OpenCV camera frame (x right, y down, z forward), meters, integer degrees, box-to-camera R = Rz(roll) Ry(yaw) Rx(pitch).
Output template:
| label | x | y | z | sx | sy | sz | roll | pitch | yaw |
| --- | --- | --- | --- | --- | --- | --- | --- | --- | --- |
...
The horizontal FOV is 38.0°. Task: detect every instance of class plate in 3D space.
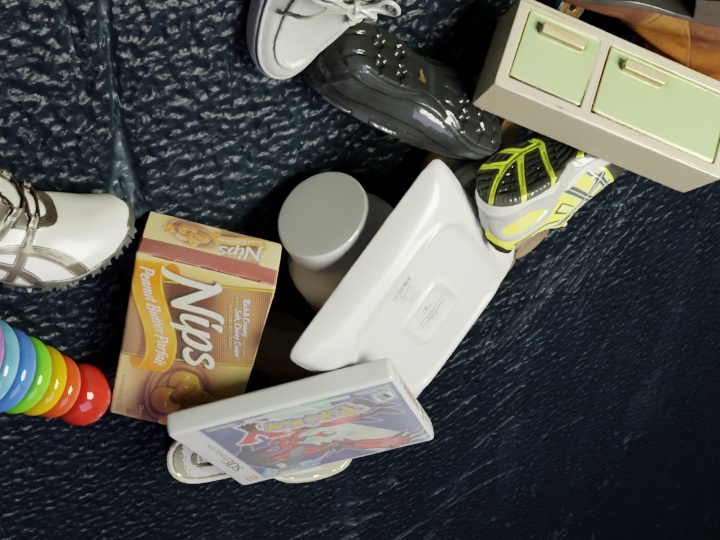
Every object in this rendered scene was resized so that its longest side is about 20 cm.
| label | x | y | z | sx | sy | sz | roll | pitch | yaw |
| --- | --- | --- | --- | --- | --- | --- | --- | --- | --- |
| plate | 0.051 | 0.029 | 0.899 | 0.201 | 0.032 | 0.200 | -53 | 146 | 0 |

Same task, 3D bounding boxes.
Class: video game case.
| label | x | y | z | sx | sy | sz | roll | pitch | yaw |
| --- | --- | --- | --- | --- | --- | --- | --- | --- | --- |
| video game case | -0.046 | 0.140 | 0.926 | 0.197 | 0.023 | 0.183 | -16 | 153 | 9 |

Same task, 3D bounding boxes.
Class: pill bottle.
| label | x | y | z | sx | sy | sz | roll | pitch | yaw |
| --- | --- | --- | --- | --- | --- | --- | --- | --- | --- |
| pill bottle | 0.000 | 0.000 | 0.939 | 0.111 | 0.113 | 0.200 | -34 | 144 | 2 |

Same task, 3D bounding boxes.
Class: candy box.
| label | x | y | z | sx | sy | sz | roll | pitch | yaw |
| --- | --- | --- | --- | --- | --- | --- | --- | --- | --- |
| candy box | -0.145 | 0.053 | 0.900 | 0.113 | 0.056 | 0.202 | 13 | 130 | -8 |

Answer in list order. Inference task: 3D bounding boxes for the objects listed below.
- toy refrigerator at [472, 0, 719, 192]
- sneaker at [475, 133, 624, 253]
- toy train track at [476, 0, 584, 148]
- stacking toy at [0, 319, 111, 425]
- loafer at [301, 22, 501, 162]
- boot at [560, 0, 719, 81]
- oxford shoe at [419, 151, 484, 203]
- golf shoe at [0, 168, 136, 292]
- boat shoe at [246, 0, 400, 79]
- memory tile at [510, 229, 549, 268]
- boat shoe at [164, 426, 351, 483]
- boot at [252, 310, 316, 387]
| label | x | y | z | sx | sy | sz | roll | pitch | yaw |
| --- | --- | --- | --- | --- | --- | --- | --- | --- | --- |
| toy refrigerator | 0.198 | -0.138 | 0.834 | 0.197 | 0.077 | 0.070 | 21 | 171 | -7 |
| sneaker | 0.177 | -0.085 | 0.910 | 0.198 | 0.075 | 0.077 | -26 | 139 | -22 |
| toy train track | 0.158 | -0.200 | 0.899 | 0.113 | 0.033 | 0.202 | 6 | 124 | -32 |
| stacking toy | -0.278 | 0.089 | 0.862 | 0.085 | 0.086 | 0.200 | -39 | 148 | 9 |
| loafer | 0.039 | -0.136 | 0.846 | 0.199 | 0.069 | 0.070 | 21 | 150 | -41 |
| boot | 0.230 | -0.196 | 0.863 | 0.185 | 0.070 | 0.200 | 6 | 162 | 13 |
| oxford shoe | 0.109 | -0.078 | 0.985 | 0.075 | 0.058 | 0.199 | -48 | 158 | 11 |
| golf shoe | -0.251 | -0.036 | 0.733 | 0.197 | 0.078 | 0.095 | -13 | 140 | -28 |
| boat shoe | -0.005 | -0.202 | 0.718 | 0.074 | 0.087 | 0.203 | 13 | 125 | -45 |
| memory tile | 0.177 | -0.055 | 1.057 | 0.200 | 0.017 | 0.153 | -45 | 162 | 14 |
| boat shoe | -0.103 | 0.175 | 1.073 | 0.196 | 0.068 | 0.073 | 2 | 102 | -18 |
| boot | -0.075 | 0.111 | 1.054 | 0.198 | 0.072 | 0.144 | 8 | 141 | -29 |
